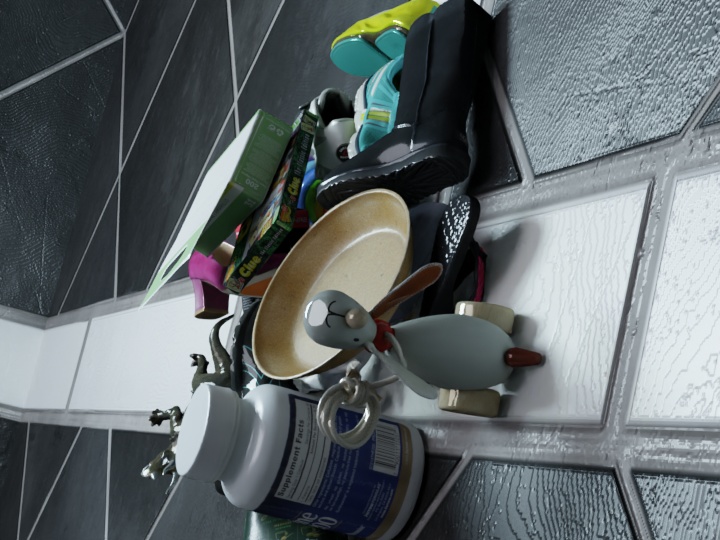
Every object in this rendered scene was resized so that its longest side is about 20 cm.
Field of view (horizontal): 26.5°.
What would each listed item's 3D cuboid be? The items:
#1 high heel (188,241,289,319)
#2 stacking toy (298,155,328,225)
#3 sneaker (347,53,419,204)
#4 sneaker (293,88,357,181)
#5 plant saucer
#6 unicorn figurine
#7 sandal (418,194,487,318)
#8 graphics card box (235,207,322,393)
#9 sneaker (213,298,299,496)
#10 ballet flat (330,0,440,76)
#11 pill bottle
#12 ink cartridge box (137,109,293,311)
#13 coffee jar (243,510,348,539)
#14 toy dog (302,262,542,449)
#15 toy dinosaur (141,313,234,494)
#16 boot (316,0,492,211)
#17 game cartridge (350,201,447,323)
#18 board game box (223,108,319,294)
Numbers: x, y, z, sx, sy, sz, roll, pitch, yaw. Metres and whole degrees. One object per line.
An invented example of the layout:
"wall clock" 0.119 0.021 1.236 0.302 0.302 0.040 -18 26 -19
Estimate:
"high heel" -0.122 -0.014 1.612 0.200 0.067 0.096 -29 58 58
"stacking toy" -0.028 -0.075 1.651 0.200 0.085 0.086 38 110 64
"sneaker" 0.036 -0.144 1.543 0.080 0.077 0.200 -42 36 34
"sneaker" -0.029 -0.162 1.664 0.200 0.074 0.089 -124 31 -63
"plant saucer" -0.017 0.019 1.371 0.200 0.035 0.200 -36 33 28
"unicorn figurine" -0.016 0.080 1.492 0.200 0.074 0.137 -49 21 -10
"sandal" 0.083 0.018 1.339 0.075 0.045 0.200 -92 12 -55
"graphics card box" -0.090 0.038 1.672 0.125 0.051 0.200 162 104 -66
"sneaker" -0.087 0.122 1.448 0.075 0.079 0.200 72 -158 -61
"ballet flat" 0.033 -0.257 1.667 0.067 0.067 0.200 -56 19 -15
"pill bottle" -0.054 0.164 1.337 0.111 0.200 0.111 -163 90 -71
"ink cartridge box" -0.147 -0.052 1.563 0.146 0.048 0.200 -41 24 53
"coffee jar" -0.061 0.226 1.446 0.085 0.104 0.200 63 -162 -44
"toy dog" 0.060 0.060 1.180 0.096 0.200 0.132 -8 91 51
"toy dinosaur" -0.165 0.148 1.649 0.102 0.077 0.200 22 75 50
"boot" 0.042 -0.157 1.460 0.165 0.066 0.200 -14 53 31
"game cartridge" 0.000 0.000 1.455 0.200 0.042 0.133 -5 44 56
"board game box" -0.089 -0.073 1.550 0.105 0.023 0.200 -52 17 34
